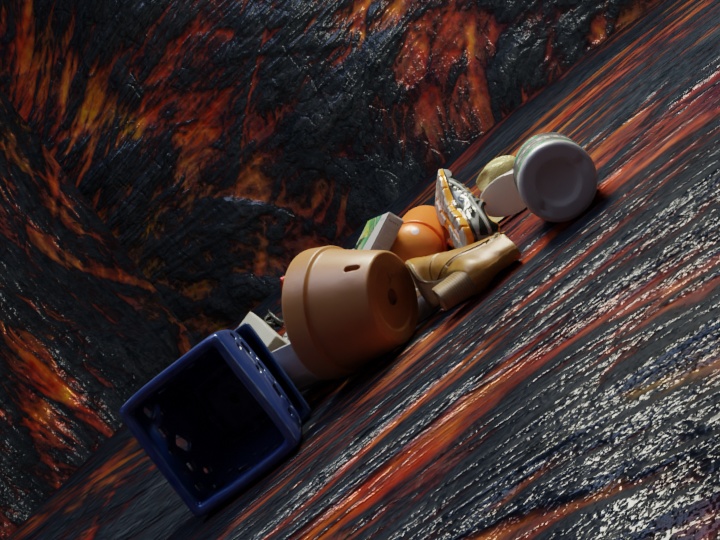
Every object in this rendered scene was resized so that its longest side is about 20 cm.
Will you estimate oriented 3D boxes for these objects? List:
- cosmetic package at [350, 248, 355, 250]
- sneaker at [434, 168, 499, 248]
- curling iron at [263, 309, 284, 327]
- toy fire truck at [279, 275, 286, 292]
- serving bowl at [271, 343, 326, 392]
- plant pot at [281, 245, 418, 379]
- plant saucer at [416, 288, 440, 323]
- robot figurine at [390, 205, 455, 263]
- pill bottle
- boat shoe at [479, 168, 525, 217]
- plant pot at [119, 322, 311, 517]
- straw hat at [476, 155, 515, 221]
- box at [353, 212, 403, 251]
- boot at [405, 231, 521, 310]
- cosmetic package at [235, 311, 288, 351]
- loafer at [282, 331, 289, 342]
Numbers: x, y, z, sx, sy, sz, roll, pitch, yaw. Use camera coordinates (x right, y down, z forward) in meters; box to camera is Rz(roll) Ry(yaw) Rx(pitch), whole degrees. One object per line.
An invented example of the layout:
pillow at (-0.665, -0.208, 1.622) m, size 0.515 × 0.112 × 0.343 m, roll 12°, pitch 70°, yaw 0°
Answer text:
cosmetic package at (0.038, -0.024, 2.003) m, size 0.197 × 0.075 × 0.102 m, roll -22°, pitch 6°, yaw 18°
sneaker at (0.179, -0.106, 1.719) m, size 0.075 × 0.079 × 0.202 m, roll -10°, pitch 44°, yaw -9°
curling iron at (-0.112, 0.107, 1.904) m, size 0.198 × 0.049 × 0.026 m, roll 18°, pitch -79°, yaw -49°
toy fire truck at (-0.086, 0.046, 1.669) m, size 0.048 × 0.143 × 0.201 m, roll -20°, pitch -16°, yaw -14°
serving bowl at (-0.089, 0.156, 1.617) m, size 0.197 × 0.067 × 0.200 m, roll -22°, pitch -10°, yaw -4°
plant pot at (-0.005, 0.054, 1.489) m, size 0.138 × 0.203 × 0.200 m, roll -13°, pitch 20°, yaw 35°
plant saucer at (0.118, 0.028, 1.606) m, size 0.199 × 0.032 × 0.200 m, roll -40°, pitch 5°, yaw 4°
robot figurine at (0.110, -0.046, 1.784) m, size 0.118 × 0.142 × 0.200 m, roll -66°, pitch -7°, yaw 27°
pill bottle at (0.281, -0.142, 1.455) m, size 0.112 × 0.114 × 0.200 m, roll -37°, pitch 6°, yaw 11°
boat shoe at (0.296, -0.162, 1.731) m, size 0.199 × 0.072 × 0.068 m, roll -39°, pitch -1°, yaw 15°
plant pot at (-0.199, 0.205, 1.462) m, size 0.199 × 0.201 × 0.180 m, roll -37°, pitch 1°, yaw 15°
straw hat at (0.267, -0.166, 1.845) m, size 0.200 × 0.086 × 0.201 m, roll -39°, pitch 7°, yaw 5°
box at (0.000, 0.000, 1.725) m, size 0.203 × 0.036 × 0.144 m, roll -62°, pitch 11°, yaw -10°
boot at (0.153, -0.009, 1.465) m, size 0.143 × 0.072 × 0.201 m, roll -33°, pitch 18°, yaw -6°
cosmetic package at (-0.220, 0.191, 1.829) m, size 0.201 × 0.071 × 0.105 m, roll -52°, pitch 45°, yaw -2°
loafer at (-0.107, 0.128, 2.106) m, size 0.069 × 0.071 × 0.201 m, roll 15°, pitch 53°, yaw 29°
